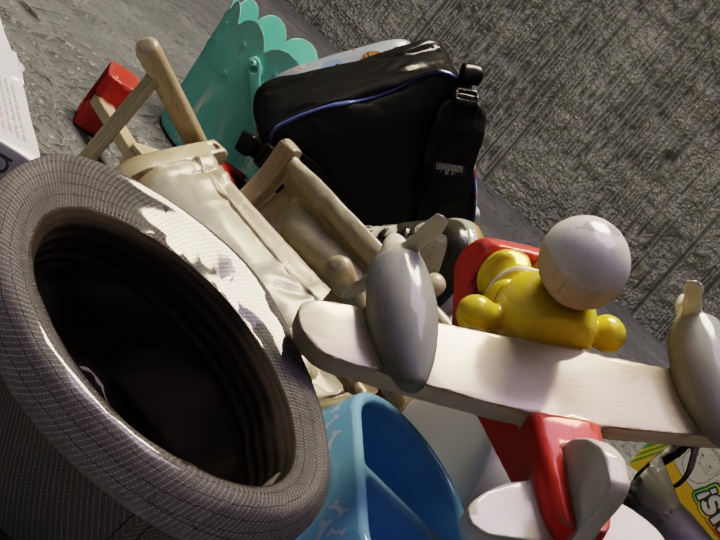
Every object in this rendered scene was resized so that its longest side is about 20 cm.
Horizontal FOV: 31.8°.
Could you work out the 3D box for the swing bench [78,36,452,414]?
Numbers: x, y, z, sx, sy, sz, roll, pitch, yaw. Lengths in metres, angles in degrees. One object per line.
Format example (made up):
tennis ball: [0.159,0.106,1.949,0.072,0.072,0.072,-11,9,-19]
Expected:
swing bench: [-0.064,0.002,0.751,0.199,0.130,0.200,46,7,27]

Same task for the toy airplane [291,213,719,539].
toy airplane: [0.091,0.044,0.607,0.198,0.143,0.199,31,26,26]

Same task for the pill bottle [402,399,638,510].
pill bottle: [0.110,0.152,0.790,0.199,0.114,0.114,34,14,-33]

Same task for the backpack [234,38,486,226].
backpack: [0.007,-0.083,1.041,0.155,0.197,0.193,-105,-179,-57]

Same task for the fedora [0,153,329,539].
fedora: [-0.101,0.053,0.521,0.176,0.090,0.201,31,22,-36]

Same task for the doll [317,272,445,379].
doll: [0.053,0.071,0.849,0.196,0.139,0.048,1,-3,-10]

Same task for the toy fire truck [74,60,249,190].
toy fire truck: [-0.137,-0.069,0.947,0.140,0.049,0.201,34,15,-33]

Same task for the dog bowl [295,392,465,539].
dog bowl: [0.011,0.134,0.615,0.112,0.049,0.201,46,16,-21]

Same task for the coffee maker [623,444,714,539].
coffee maker: [0.184,0.205,0.641,0.200,0.192,0.135,45,4,16]

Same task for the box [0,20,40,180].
box: [-0.251,-0.101,0.577,0.176,0.097,0.201,33,14,-36]

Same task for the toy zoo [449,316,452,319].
toy zoo: [0.088,0.072,1.014,0.131,0.021,0.200,42,-11,-19]

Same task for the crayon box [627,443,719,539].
crayon box: [0.328,0.218,1.106,0.200,0.173,0.058,43,9,14]

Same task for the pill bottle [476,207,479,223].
pill bottle: [0.029,-0.092,1.416,0.200,0.112,0.111,45,12,13]

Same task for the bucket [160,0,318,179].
bucket: [-0.078,-0.141,1.184,0.206,0.135,0.207,38,12,-10]

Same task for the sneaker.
sneaker: [0.000,0.000,0.921,0.087,0.198,0.077,24,64,-36]
